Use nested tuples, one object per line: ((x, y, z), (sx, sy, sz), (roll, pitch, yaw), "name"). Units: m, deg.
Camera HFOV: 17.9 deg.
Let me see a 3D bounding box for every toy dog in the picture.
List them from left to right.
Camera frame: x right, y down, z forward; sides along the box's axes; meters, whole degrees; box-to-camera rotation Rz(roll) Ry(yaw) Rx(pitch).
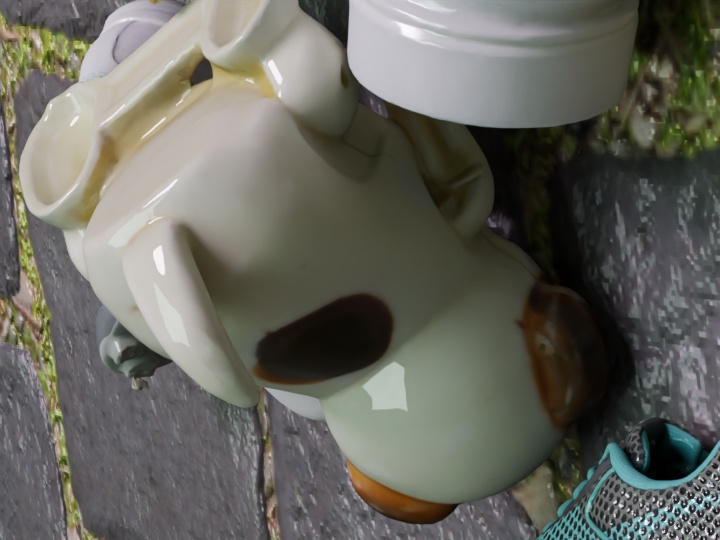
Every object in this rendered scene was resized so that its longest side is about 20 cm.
((0.000, 0.000, 0.817), (0.139, 0.200, 0.194), (-43, 28, 14), "toy dog")

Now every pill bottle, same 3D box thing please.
((0.050, -0.156, 0.722), (0.114, 0.114, 0.201), (39, 132, 47), "pill bottle")

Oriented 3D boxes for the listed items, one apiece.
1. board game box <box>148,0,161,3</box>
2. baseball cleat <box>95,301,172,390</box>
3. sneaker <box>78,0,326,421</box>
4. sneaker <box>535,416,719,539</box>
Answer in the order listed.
((-0.080, -0.202, 0.880), (0.200, 0.165, 0.057), (33, 164, 50), "board game box")
((-0.076, -0.038, 1.042), (0.200, 0.069, 0.107), (-52, 50, 41), "baseball cleat")
((-0.062, -0.006, 0.932), (0.075, 0.089, 0.201), (-19, 115, 27), "sneaker")
((0.098, 0.098, 0.797), (0.200, 0.077, 0.092), (-12, 74, 57), "sneaker")
